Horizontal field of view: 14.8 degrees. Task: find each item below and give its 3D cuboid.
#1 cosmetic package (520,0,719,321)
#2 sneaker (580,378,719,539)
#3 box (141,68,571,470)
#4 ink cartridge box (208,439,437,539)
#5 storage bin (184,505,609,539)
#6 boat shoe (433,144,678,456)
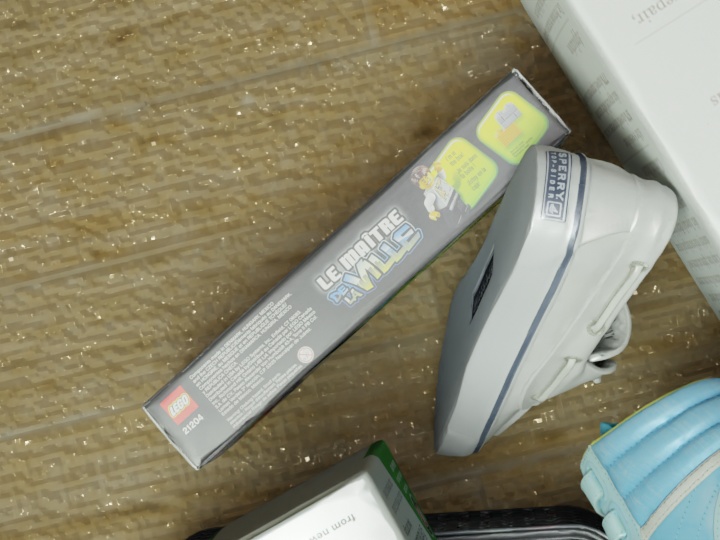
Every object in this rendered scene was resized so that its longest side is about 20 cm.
[{"bbox_3d":[0.182,-0.079,1.095,0.166,0.167,0.201,-32,89,1],"label":"cosmetic package"},{"bbox_3d":[0.125,0.130,1.061,0.131,0.079,0.201,46,125,39],"label":"sneaker"},{"bbox_3d":[0.000,0.000,1.132,0.200,0.110,0.035,-42,88,2],"label":"box"},{"bbox_3d":[0.019,0.173,1.021,0.083,0.147,0.201,-29,90,3],"label":"ink cartridge box"},{"bbox_3d":[0.015,0.173,1.139,0.198,0.094,0.136,-4,89,2],"label":"storage bin"},{"bbox_3d":[0.074,0.023,1.094,0.065,0.200,0.074,11,64,-7],"label":"boat shoe"}]
